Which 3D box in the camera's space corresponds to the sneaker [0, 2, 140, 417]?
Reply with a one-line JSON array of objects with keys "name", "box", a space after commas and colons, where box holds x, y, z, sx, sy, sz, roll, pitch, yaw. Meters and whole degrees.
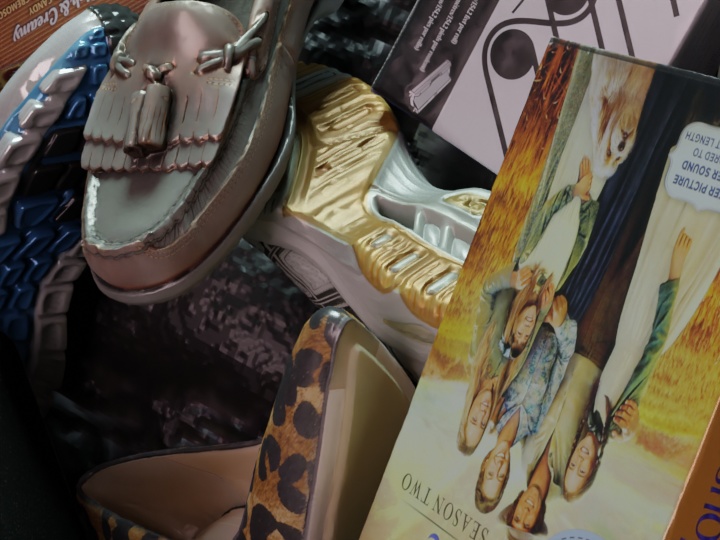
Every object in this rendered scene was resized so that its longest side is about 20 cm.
[{"name": "sneaker", "box": [-0.137, -0.027, 0.845, 0.087, 0.075, 0.201, 55, 129, 34]}]

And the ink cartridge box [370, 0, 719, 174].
[{"name": "ink cartridge box", "box": [0.092, -0.122, 0.737, 0.094, 0.044, 0.201, 35, 105, 26]}]

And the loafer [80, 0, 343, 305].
[{"name": "loafer", "box": [-0.051, -0.083, 0.752, 0.071, 0.063, 0.201, 2, 51, 29]}]

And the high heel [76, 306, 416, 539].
[{"name": "high heel", "box": [-0.050, 0.062, 0.756, 0.142, 0.071, 0.201, 29, 142, 25]}]

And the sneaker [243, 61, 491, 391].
[{"name": "sneaker", "box": [0.000, 0.000, 0.771, 0.200, 0.075, 0.088, 43, 151, 44]}]

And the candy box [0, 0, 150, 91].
[{"name": "candy box", "box": [-0.144, -0.125, 0.874, 0.199, 0.056, 0.118, -14, 81, 31]}]

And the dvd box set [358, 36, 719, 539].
[{"name": "dvd box set", "box": [0.060, 0.042, 0.612, 0.146, 0.029, 0.201, 29, 99, 63]}]

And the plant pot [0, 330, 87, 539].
[{"name": "plant pot", "box": [-0.190, 0.156, 0.752, 0.199, 0.177, 0.201, -19, 98, 3]}]

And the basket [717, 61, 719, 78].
[{"name": "basket", "box": [0.160, 0.009, 0.636, 0.136, 0.179, 0.202, 157, 116, -68]}]
